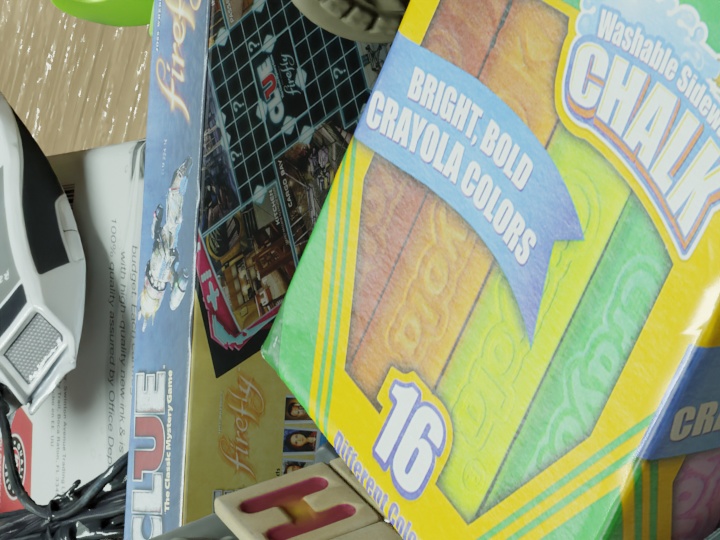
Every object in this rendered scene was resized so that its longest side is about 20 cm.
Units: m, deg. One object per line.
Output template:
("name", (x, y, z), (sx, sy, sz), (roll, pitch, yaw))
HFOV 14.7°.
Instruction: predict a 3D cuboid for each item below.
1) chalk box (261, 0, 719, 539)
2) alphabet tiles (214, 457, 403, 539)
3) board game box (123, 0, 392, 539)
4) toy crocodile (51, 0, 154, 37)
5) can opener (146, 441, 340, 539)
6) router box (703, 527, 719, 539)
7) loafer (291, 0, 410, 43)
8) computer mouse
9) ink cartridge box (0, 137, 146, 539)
("chalk box", (0.086, -0.026, 0.595), (0.125, 0.123, 0.201), (50, 127, 44))
("alphabet tiles", (0.059, 0.075, 0.676), (0.166, 0.199, 0.006), (40, 141, 52))
("board game box", (0.000, 0.000, 0.827), (0.035, 0.135, 0.201), (0, 86, 57))
("toy crocodile", (-0.044, -0.110, 0.974), (0.200, 0.061, 0.068), (11, 95, 58))
("can opener", (0.012, 0.077, 0.762), (0.053, 0.199, 0.067), (44, 147, 50))
("router box", (0.153, 0.083, 0.531), (0.200, 0.062, 0.150), (-36, 48, -4))
("loafer", (0.046, -0.150, 0.790), (0.200, 0.076, 0.067), (-48, 36, 0))
("computer mouse", (-0.114, 0.021, 0.924), (0.109, 0.044, 0.201), (-36, 50, 25))
("ink cartridge box", (-0.050, 0.031, 0.948), (0.200, 0.082, 0.148), (-3, 84, 58))
